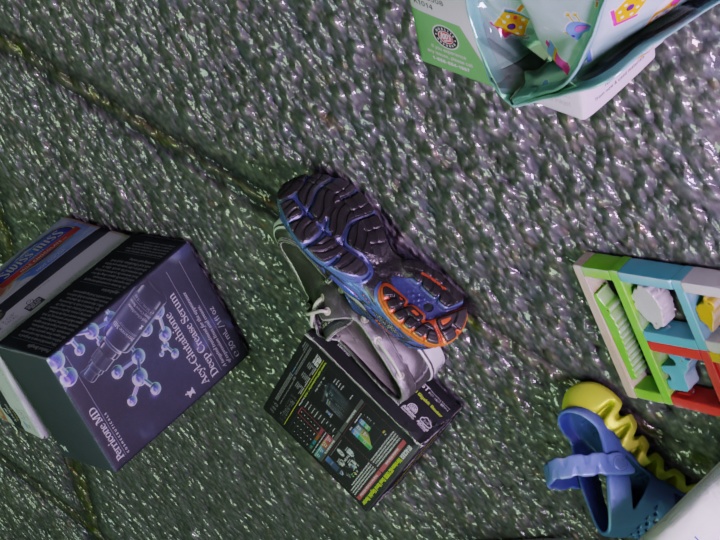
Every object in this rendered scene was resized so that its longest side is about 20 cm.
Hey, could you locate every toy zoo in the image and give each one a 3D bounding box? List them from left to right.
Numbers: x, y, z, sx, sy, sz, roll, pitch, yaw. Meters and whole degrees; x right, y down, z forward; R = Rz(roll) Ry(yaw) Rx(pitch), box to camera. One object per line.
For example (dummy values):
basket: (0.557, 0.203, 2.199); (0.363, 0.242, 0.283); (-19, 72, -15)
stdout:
toy zoo: (0.253, 0.053, 1.362); (0.200, 0.020, 0.131); (11, 135, 50)

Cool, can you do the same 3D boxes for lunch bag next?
lunch bag: (0.152, -0.189, 1.041); (0.122, 0.170, 0.200); (44, 153, 24)

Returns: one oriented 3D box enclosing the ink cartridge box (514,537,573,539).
ink cartridge box: (0.131, 0.315, 1.764); (0.068, 0.115, 0.200); (53, 152, -10)

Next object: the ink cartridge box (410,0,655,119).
ink cartridge box: (0.098, -0.214, 1.176); (0.146, 0.084, 0.200); (25, 145, 36)

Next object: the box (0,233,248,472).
box: (-0.240, 0.081, 1.904); (0.107, 0.200, 0.149); (9, 134, 50)

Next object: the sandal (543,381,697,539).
sandal: (0.221, 0.188, 1.512); (0.200, 0.087, 0.079); (44, 150, 5)

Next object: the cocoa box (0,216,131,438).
cocoa box: (-0.326, 0.057, 1.995); (0.131, 0.200, 0.133); (16, 139, 46)

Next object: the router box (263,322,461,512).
router box: (-0.002, 0.131, 1.776); (0.150, 0.062, 0.200); (45, 152, 7)

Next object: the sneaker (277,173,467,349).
sneaker: (0.000, 0.000, 1.602); (0.200, 0.075, 0.078); (47, 155, 6)

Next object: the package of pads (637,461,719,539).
package of pads: (0.313, 0.236, 1.375); (0.200, 0.155, 0.068); (45, -170, 5)

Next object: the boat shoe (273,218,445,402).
boat shoe: (-0.013, 0.031, 1.665); (0.200, 0.064, 0.071); (45, 152, 6)
